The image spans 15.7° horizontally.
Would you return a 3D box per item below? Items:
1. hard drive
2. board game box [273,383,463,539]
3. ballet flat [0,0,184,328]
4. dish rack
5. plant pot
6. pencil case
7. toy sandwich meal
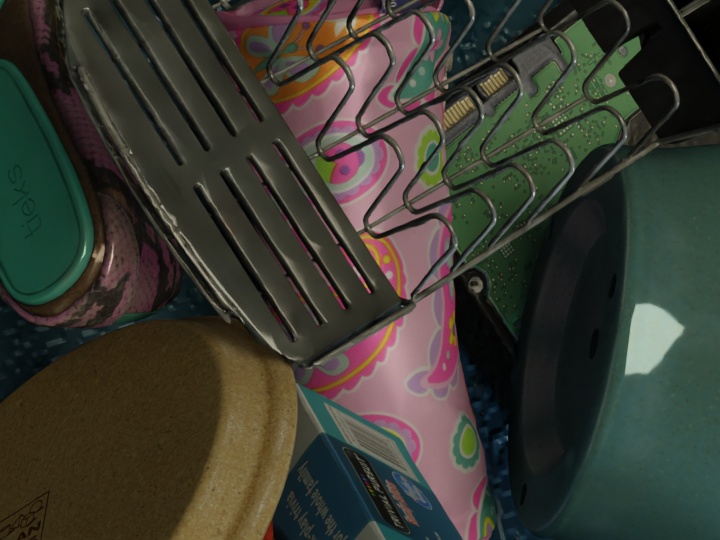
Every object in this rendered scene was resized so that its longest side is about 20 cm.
[{"bbox_3d":[0.103,0.004,0.979,0.140,0.038,0.200,-40,104,-24],"label":"hard drive"},{"bbox_3d":[-0.041,0.151,0.790,0.047,0.151,0.200,30,99,-22],"label":"board game box"},{"bbox_3d":[-0.113,-0.066,0.852,0.071,0.069,0.200,13,46,-61],"label":"ballet flat"},{"bbox_3d":[0.015,-0.070,0.789,0.200,0.055,0.153,-32,86,-30],"label":"dish rack"},{"bbox_3d":[0.156,0.038,0.883,0.188,0.200,0.200,12,80,-10],"label":"plant pot"},{"bbox_3d":[0.000,0.000,0.888,0.087,0.087,0.200,-9,98,-27],"label":"pencil case"},{"bbox_3d":[-0.082,0.098,0.791,0.070,0.205,0.205,45,68,-27],"label":"toy sandwich meal"}]
